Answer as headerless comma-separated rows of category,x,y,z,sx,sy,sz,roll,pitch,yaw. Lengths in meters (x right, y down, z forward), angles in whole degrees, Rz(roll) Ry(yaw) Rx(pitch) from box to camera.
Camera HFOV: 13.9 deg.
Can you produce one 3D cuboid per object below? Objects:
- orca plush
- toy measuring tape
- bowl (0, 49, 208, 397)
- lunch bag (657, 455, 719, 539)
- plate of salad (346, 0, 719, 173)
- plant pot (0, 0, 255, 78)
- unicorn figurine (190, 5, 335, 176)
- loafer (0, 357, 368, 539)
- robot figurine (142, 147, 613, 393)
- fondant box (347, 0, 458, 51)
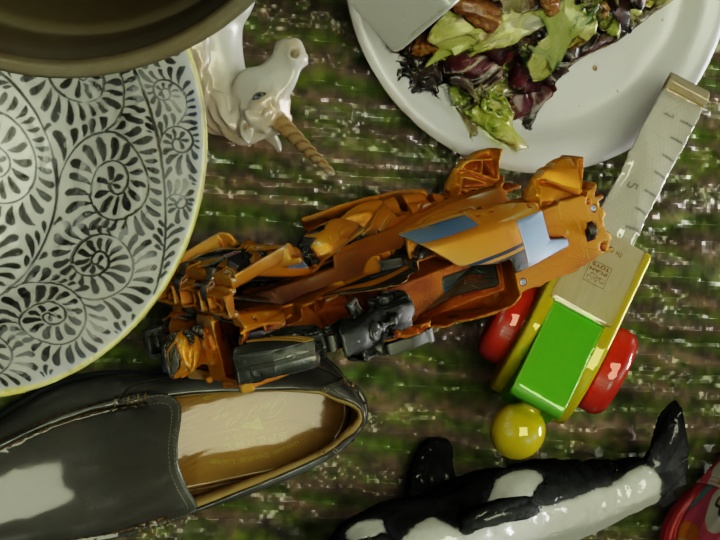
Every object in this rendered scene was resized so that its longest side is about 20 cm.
orca plush,0.057,0.098,1.345,0.199,0.105,0.071,-24,70,-16
toy measuring tape,0.106,0.003,1.358,0.073,0.073,0.201,35,66,-19
bowl,-0.172,-0.053,1.228,0.200,0.094,0.202,-4,98,-28
lunch bag,0.259,0.132,1.417,0.200,0.082,0.176,-43,107,-15
plate of salad,0.087,-0.145,1.355,0.199,0.048,0.201,-1,94,-22
plant pot,-0.101,-0.192,1.122,0.199,0.174,0.201,2,110,6
unicorn figurine,-0.079,-0.141,1.285,0.199,0.074,0.138,24,84,-4
loafer,-0.092,0.077,1.283,0.199,0.072,0.073,-20,101,-18
robot figurine,0.000,0.000,1.280,0.199,0.145,0.059,-19,103,-26
fondant box,0.038,-0.212,1.284,0.144,0.058,0.200,48,57,-4
